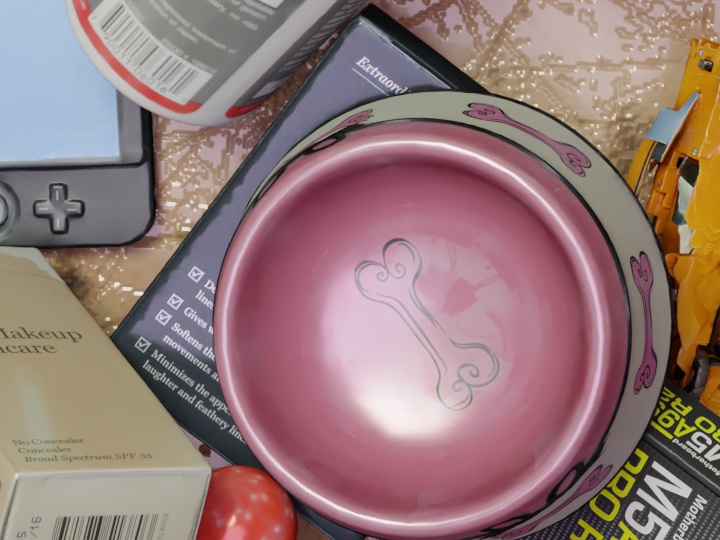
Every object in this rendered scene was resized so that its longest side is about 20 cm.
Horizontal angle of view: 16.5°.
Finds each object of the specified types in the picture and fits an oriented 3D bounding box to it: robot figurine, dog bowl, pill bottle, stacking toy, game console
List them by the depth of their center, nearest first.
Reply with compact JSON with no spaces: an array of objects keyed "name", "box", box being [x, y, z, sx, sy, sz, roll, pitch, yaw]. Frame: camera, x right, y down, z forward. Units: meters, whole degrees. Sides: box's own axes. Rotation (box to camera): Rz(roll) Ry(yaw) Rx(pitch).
[{"name":"dog bowl","box":[0.028,0.024,1.039,0.200,0.074,0.200,1,95,14]},{"name":"pill bottle","box":[-0.034,-0.160,1.073,0.114,0.114,0.200,45,132,-5]},{"name":"game console","box":[-0.190,-0.100,1.133,0.176,0.116,0.200,-1,100,3]},{"name":"stacking toy","box":[-0.050,0.166,1.141,0.085,0.085,0.200,-6,134,3]},{"name":"robot figurine","box":[0.172,0.000,1.153,0.145,0.058,0.200,13,101,-25]}]

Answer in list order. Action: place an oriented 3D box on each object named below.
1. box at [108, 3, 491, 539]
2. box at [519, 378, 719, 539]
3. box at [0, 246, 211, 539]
[{"name":"box","box":[0.000,0.000,1.147,0.148,0.107,0.200,38,100,-4]},{"name":"box","box":[0.112,0.140,1.127,0.160,0.044,0.200,38,130,18]},{"name":"box","box":[-0.152,0.067,1.077,0.095,0.200,0.078,0,118,-33]}]
